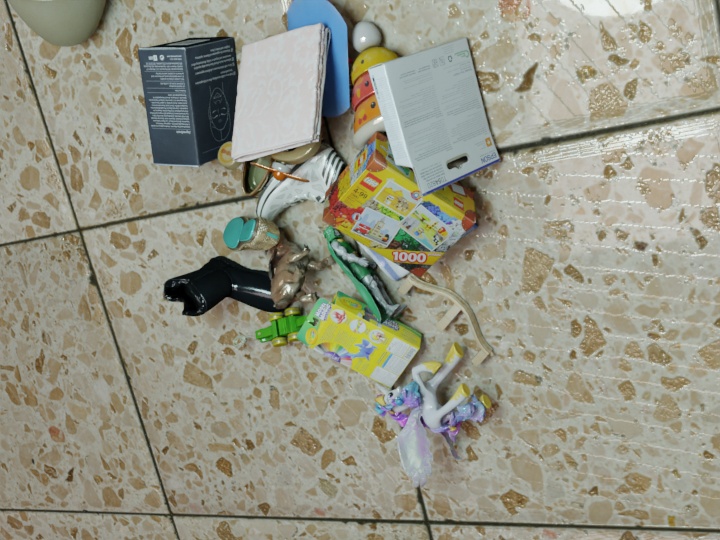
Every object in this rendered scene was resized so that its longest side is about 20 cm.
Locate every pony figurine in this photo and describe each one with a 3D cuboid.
[{"bbox_3d":[0.125,0.249,1.638,0.199,0.166,0.195,-35,80,33],"label":"pony figurine"}]

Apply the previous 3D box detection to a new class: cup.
[{"bbox_3d":[-0.547,-0.498,1.720,0.198,0.201,0.144,28,146,17],"label":"cup"}]

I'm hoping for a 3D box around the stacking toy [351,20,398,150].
[{"bbox_3d":[0.029,-0.304,1.515,0.145,0.145,0.203,-27,77,33],"label":"stacking toy"}]

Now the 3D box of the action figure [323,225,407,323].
[{"bbox_3d":[0.000,0.000,1.653,0.055,0.118,0.201,-43,76,10],"label":"action figure"}]

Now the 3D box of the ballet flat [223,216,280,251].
[{"bbox_3d":[-0.196,-0.061,1.720,0.064,0.199,0.072,20,87,-23],"label":"ballet flat"}]

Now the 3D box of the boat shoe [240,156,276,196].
[{"bbox_3d":[-0.166,-0.219,1.665,0.075,0.074,0.203,23,118,19],"label":"boat shoe"}]

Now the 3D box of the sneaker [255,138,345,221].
[{"bbox_3d":[-0.099,-0.133,1.659,0.115,0.075,0.201,46,121,8],"label":"sneaker"}]

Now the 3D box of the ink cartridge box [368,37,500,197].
[{"bbox_3d":[0.115,-0.233,1.432,0.040,0.198,0.203,-7,104,49],"label":"ink cartridge box"}]

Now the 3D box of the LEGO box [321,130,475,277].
[{"bbox_3d":[0.061,-0.101,1.493,0.198,0.078,0.149,29,128,-21],"label":"LEGO box"}]

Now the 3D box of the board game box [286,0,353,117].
[{"bbox_3d":[-0.057,-0.360,1.568,0.157,0.039,0.203,29,131,42],"label":"board game box"}]

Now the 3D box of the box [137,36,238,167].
[{"bbox_3d":[-0.293,-0.299,1.661,0.105,0.148,0.204,5,110,27],"label":"box"}]

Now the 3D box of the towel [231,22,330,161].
[{"bbox_3d":[-0.132,-0.287,1.531,0.189,0.032,0.204,-6,74,38],"label":"towel"}]

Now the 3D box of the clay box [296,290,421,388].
[{"bbox_3d":[-0.004,0.118,1.674,0.198,0.048,0.116,28,125,-8],"label":"clay box"}]

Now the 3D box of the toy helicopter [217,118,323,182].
[{"bbox_3d":[-0.153,-0.202,1.589,0.197,0.079,0.135,-12,75,24],"label":"toy helicopter"}]

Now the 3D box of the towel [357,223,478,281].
[{"bbox_3d":[0.081,-0.076,1.592,0.199,0.024,0.147,-33,107,33],"label":"towel"}]

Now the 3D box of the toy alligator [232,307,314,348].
[{"bbox_3d":[-0.155,0.116,1.797,0.198,0.054,0.060,-20,71,32],"label":"toy alligator"}]

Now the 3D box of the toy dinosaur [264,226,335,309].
[{"bbox_3d":[-0.132,0.013,1.692,0.134,0.202,0.086,-17,130,34],"label":"toy dinosaur"}]

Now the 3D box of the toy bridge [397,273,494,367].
[{"bbox_3d":[0.156,0.077,1.626,0.200,0.027,0.067,43,122,7],"label":"toy bridge"}]

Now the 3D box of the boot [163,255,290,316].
[{"bbox_3d":[-0.247,0.048,1.754,0.198,0.168,0.078,23,118,18],"label":"boot"}]
